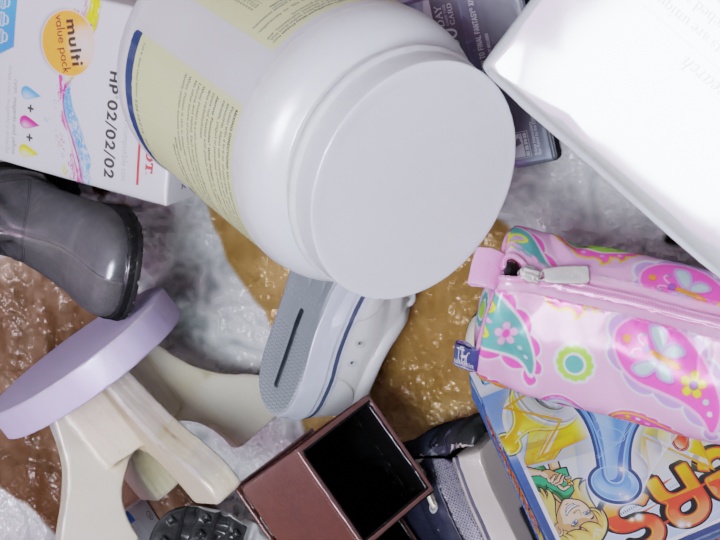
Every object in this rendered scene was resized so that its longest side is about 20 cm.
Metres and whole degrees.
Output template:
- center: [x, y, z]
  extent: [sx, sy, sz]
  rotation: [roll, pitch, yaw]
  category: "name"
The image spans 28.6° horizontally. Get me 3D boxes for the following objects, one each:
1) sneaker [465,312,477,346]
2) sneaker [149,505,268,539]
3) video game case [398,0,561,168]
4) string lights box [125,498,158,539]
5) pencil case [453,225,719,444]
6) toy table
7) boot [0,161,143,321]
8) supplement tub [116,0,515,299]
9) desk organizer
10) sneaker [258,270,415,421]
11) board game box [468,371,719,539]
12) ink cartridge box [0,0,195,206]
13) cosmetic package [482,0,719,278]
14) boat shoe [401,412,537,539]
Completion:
- center: [0.120, 0.098, 0.798]
  extent: [0.200, 0.093, 0.071]
  rotation: [42, 141, 22]
  category: "sneaker"
- center: [-0.043, 0.206, 0.923]
  extent: [0.198, 0.091, 0.067]
  rotation: [20, 75, -4]
  category: "sneaker"
- center: [0.011, -0.118, 0.854]
  extent: [0.198, 0.019, 0.144]
  rotation: [-10, 98, 21]
  category: "video game case"
- center: [-0.175, 0.234, 0.901]
  extent: [0.059, 0.200, 0.103]
  rotation: [-34, 89, 23]
  category: "string lights box"
- center: [0.152, 0.035, 0.710]
  extent: [0.198, 0.087, 0.088]
  rotation: [14, 107, 16]
  category: "pencil case"
- center: [-0.143, 0.093, 0.884]
  extent: [0.183, 0.200, 0.118]
  rotation: [-38, 99, -11]
  category: "toy table"
- center: [-0.220, -0.024, 0.850]
  extent: [0.199, 0.131, 0.071]
  rotation: [26, 105, 53]
  category: "boot"
- center: [-0.027, -0.083, 0.744]
  extent: [0.200, 0.144, 0.146]
  rotation: [38, 117, 46]
  category: "supplement tub"
- center: [0.021, 0.181, 0.828]
  extent: [0.201, 0.072, 0.077]
  rotation: [55, 140, 3]
  category: "desk organizer"
- center: [0.000, 0.000, 0.858]
  extent: [0.073, 0.070, 0.201]
  rotation: [45, 120, 44]
  category: "sneaker"
- center: [0.174, 0.079, 0.752]
  extent: [0.198, 0.035, 0.136]
  rotation: [-22, 59, -4]
  category: "board game box"
- center: [-0.146, -0.113, 0.872]
  extent: [0.198, 0.068, 0.116]
  rotation: [15, 110, 22]
  category: "ink cartridge box"
- center: [0.194, -0.130, 0.700]
  extent: [0.166, 0.167, 0.201]
  rotation: [40, 109, 6]
  category: "cosmetic package"
- center: [0.081, 0.184, 0.878]
  extent: [0.092, 0.074, 0.202]
  rotation: [-15, 98, 40]
  category: "boat shoe"
